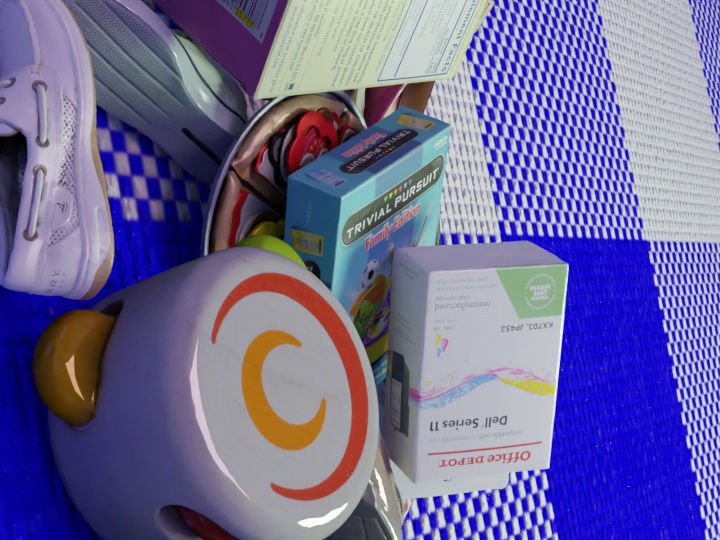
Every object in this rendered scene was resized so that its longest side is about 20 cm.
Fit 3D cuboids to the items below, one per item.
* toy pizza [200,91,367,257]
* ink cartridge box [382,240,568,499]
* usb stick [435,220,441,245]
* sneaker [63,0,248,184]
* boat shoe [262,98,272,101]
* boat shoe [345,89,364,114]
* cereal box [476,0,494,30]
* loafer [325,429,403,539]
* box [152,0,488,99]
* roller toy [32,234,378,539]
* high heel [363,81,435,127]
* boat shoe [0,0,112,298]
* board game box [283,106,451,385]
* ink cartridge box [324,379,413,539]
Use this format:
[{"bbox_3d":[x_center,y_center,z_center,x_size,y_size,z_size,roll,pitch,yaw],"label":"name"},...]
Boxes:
[{"bbox_3d":[-0.042,-0.036,1.072,0.200,0.032,0.202,-33,131,-46],"label":"toy pizza"},{"bbox_3d":[0.081,0.085,1.080,0.116,0.067,0.202,-4,107,-21],"label":"ink cartridge box"},{"bbox_3d":[0.051,-0.041,1.254,0.201,0.032,0.056,82,26,-51],"label":"usb stick"},{"bbox_3d":[-0.140,-0.136,1.002,0.200,0.073,0.071,51,21,-48],"label":"sneaker"},{"bbox_3d":[-0.058,-0.160,1.111,0.200,0.070,0.070,-82,163,-66],"label":"boat shoe"},{"bbox_3d":[-0.026,-0.106,1.190,0.076,0.071,0.201,73,27,-43],"label":"boat shoe"},{"bbox_3d":[0.016,-0.285,1.278,0.040,0.144,0.200,-56,145,5],"label":"cereal box"},{"bbox_3d":[-0.015,0.123,1.043,0.063,0.071,0.201,-60,136,-59],"label":"loafer"},{"bbox_3d":[-0.037,-0.213,1.013,0.199,0.097,0.176,-12,47,-44],"label":"box"},{"bbox_3d":[-0.093,0.089,0.902,0.200,0.139,0.184,-26,95,-53],"label":"roller toy"},{"bbox_3d":[0.033,-0.107,1.261,0.067,0.096,0.202,15,66,-59],"label":"high heel"},{"bbox_3d":[-0.194,-0.080,0.847,0.069,0.071,0.201,1,61,-34],"label":"boat shoe"},{"bbox_3d":[0.000,0.000,1.082,0.151,0.047,0.201,-37,142,-48],"label":"board game box"},{"bbox_3d":[0.003,0.144,1.163,0.120,0.042,0.200,64,29,-23],"label":"ink cartridge box"}]
